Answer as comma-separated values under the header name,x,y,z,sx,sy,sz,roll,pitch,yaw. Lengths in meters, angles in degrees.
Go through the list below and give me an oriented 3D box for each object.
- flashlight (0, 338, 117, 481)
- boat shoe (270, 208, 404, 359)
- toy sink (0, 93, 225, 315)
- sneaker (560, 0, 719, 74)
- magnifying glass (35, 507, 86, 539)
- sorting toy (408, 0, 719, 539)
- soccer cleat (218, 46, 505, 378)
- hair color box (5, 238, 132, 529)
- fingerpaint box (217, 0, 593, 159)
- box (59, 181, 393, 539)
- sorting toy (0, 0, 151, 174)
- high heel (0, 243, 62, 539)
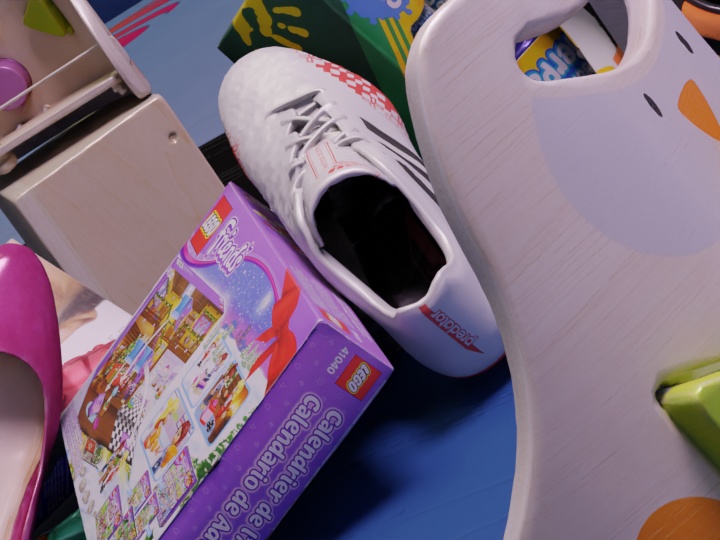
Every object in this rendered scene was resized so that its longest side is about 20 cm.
name,x,y,z,sx,sy,sz,roll,pitch,yaw
flashlight,-0.119,0.042,0.947,0.199,0.068,0.068,-25,-26,-30
boat shoe,0.000,0.000,0.930,0.070,0.072,0.201,-23,28,13
toy sink,-0.140,-0.030,1.188,0.112,0.131,0.200,-37,13,-10
sneaker,0.107,-0.154,0.877,0.070,0.200,0.090,-30,-21,-42
magnifying glass,-0.123,0.118,0.897,0.199,0.022,0.080,-34,15,6
sorting toy,0.079,-0.006,0.493,0.106,0.181,0.200,-25,17,31
soccer cleat,-0.006,-0.035,0.810,0.069,0.085,0.200,-44,57,8
hair color box,-0.201,0.084,0.985,0.200,0.109,0.065,-45,-24,-37
fingerpaint box,0.057,-0.121,0.944,0.200,0.167,0.073,-47,-1,-42
box,-0.063,0.052,0.808,0.137,0.039,0.200,-53,21,6
sorting toy,-0.241,-0.141,1.146,0.199,0.181,0.107,-29,15,17
high heel,-0.161,0.085,0.835,0.096,0.067,0.202,167,120,-70
